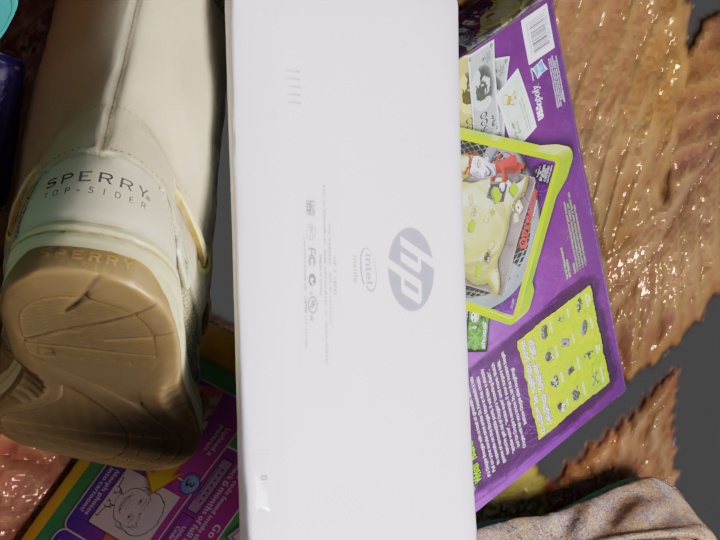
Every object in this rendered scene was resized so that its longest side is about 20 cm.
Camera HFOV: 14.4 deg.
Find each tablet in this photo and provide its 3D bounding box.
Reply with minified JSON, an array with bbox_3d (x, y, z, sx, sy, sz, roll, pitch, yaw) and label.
[{"bbox_3d":[0.000,0.000,0.935,0.130,0.014,0.200,-1,89,-55],"label":"tablet"}]

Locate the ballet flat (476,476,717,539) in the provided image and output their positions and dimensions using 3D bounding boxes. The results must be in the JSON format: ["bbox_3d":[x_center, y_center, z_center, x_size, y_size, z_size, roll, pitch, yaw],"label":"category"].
[{"bbox_3d":[0.080,0.136,1.194,0.200,0.067,0.068,-19,138,-39],"label":"ballet flat"}]

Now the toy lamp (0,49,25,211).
[{"bbox_3d":[-0.158,0.020,0.905,0.058,0.058,0.200,16,96,-49],"label":"toy lamp"}]

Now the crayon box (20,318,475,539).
[{"bbox_3d":[-0.066,0.123,1.003,0.200,0.119,0.058,-54,138,-12],"label":"crayon box"}]

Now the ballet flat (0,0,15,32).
[{"bbox_3d":[-0.180,-0.030,0.835,0.200,0.067,0.068,-50,159,4],"label":"ballet flat"}]

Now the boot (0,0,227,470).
[{"bbox_3d":[-0.079,-0.027,0.945,0.200,0.073,0.156,97,1,-68],"label":"boot"}]

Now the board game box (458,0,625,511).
[{"bbox_3d":[0.043,-0.001,1.128,0.120,0.032,0.200,-39,132,-31],"label":"board game box"}]
